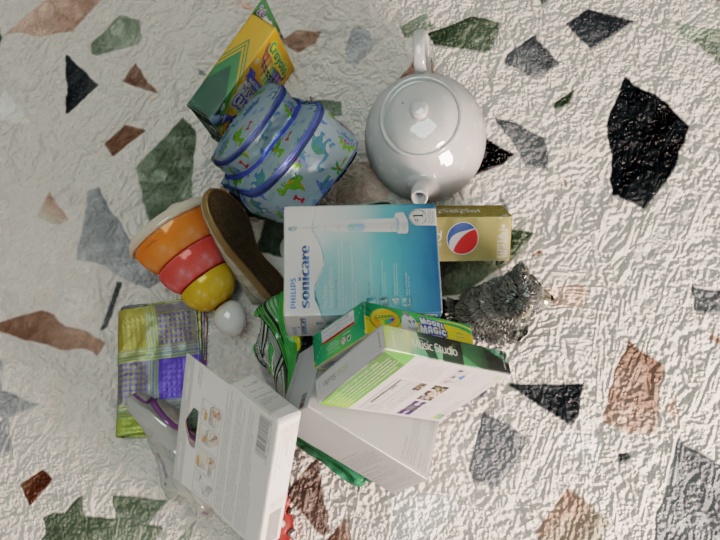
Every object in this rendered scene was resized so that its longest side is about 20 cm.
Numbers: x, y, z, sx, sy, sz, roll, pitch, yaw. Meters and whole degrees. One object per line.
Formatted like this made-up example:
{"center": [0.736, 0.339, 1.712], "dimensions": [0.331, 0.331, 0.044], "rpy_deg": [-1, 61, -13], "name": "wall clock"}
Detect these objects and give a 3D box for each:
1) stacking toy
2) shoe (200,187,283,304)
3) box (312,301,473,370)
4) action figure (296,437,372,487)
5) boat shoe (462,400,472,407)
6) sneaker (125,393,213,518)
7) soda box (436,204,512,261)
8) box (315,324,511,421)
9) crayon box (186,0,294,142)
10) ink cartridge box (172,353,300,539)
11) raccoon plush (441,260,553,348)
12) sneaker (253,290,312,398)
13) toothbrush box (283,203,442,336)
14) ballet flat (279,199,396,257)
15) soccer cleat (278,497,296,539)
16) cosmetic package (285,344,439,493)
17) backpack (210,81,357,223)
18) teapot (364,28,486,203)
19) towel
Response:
{"center": [-0.232, 0.010, 1.247], "dimensions": [0.145, 0.146, 0.202], "rpy_deg": [-33, 86, 0], "name": "stacking toy"}
{"center": [-0.176, -0.027, 1.219], "dimensions": [0.052, 0.202, 0.070], "rpy_deg": [-9, 35, 33], "name": "shoe"}
{"center": [0.052, 0.096, 1.061], "dimensions": [0.117, 0.197, 0.049], "rpy_deg": [-34, 50, 44], "name": "box"}
{"center": [-0.034, 0.230, 1.182], "dimensions": [0.199, 0.055, 0.119], "rpy_deg": [37, 83, 21], "name": "action figure"}
{"center": [0.061, 0.141, 1.186], "dimensions": [0.195, 0.074, 0.067], "rpy_deg": [11, 72, 2], "name": "boat shoe"}
{"center": [-0.264, 0.258, 1.194], "dimensions": [0.200, 0.075, 0.100], "rpy_deg": [43, 95, 5], "name": "sneaker"}
{"center": [0.109, -0.052, 1.193], "dimensions": [0.195, 0.068, 0.066], "rpy_deg": [0, 108, -3], "name": "soda box"}
{"center": [0.063, 0.128, 1.031], "dimensions": [0.144, 0.197, 0.037], "rpy_deg": [-42, 48, 39], "name": "box"}
{"center": [-0.170, -0.295, 1.305], "dimensions": [0.051, 0.126, 0.202], "rpy_deg": [31, 83, 16], "name": "crayon box"}
{"center": [-0.162, 0.225, 1.096], "dimensions": [0.174, 0.044, 0.204], "rpy_deg": [30, 120, 33], "name": "ink cartridge box"}
{"center": [0.159, 0.056, 1.150], "dimensions": [0.196, 0.134, 0.099], "rpy_deg": [-20, 74, 4], "name": "raccoon plush"}
{"center": [-0.101, 0.128, 1.184], "dimensions": [0.084, 0.078, 0.204], "rpy_deg": [-22, 59, 23], "name": "sneaker"}
{"center": [0.000, 0.000, 1.088], "dimensions": [0.195, 0.086, 0.150], "rpy_deg": [-2, 68, -3], "name": "toothbrush box"}
{"center": [-0.031, -0.066, 1.253], "dimensions": [0.195, 0.070, 0.071], "rpy_deg": [-14, 73, 6], "name": "ballet flat"}
{"center": [-0.134, 0.311, 1.171], "dimensions": [0.084, 0.068, 0.205], "rpy_deg": [7, 97, 43], "name": "soccer cleat"}
{"center": [0.002, 0.187, 1.105], "dimensions": [0.198, 0.081, 0.114], "rpy_deg": [35, 48, -17], "name": "cosmetic package"}
{"center": [-0.112, -0.164, 1.204], "dimensions": [0.184, 0.147, 0.199], "rpy_deg": [-54, 29, -6], "name": "backpack"}
{"center": [0.090, -0.208, 1.226], "dimensions": [0.197, 0.146, 0.200], "rpy_deg": [-44, 72, -4], "name": "teapot"}
{"center": [-0.297, 0.142, 1.268], "dimensions": [0.140, 0.023, 0.205], "rpy_deg": [-4, 75, 8], "name": "towel"}
